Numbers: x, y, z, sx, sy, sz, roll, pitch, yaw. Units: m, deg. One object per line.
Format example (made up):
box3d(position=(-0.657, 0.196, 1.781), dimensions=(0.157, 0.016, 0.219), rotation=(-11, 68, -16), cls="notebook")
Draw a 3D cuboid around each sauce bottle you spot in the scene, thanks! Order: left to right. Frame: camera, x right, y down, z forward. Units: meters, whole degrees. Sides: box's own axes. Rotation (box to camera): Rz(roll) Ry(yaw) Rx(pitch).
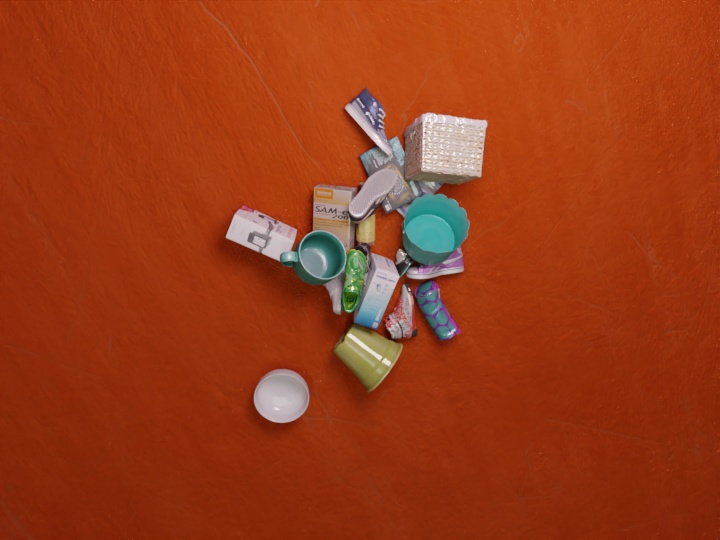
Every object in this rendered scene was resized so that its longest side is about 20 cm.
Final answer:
box3d(position=(0.017, -0.179, 1.697), dimensions=(0.065, 0.066, 0.203), rotation=(-1, 108, -2), cls="sauce bottle")

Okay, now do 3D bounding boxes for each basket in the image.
box3d(position=(0.238, -0.348, 1.545), dimensions=(0.197, 0.198, 0.163), rotation=(4, 91, -11), cls="basket")

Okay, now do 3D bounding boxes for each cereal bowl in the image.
box3d(position=(-0.279, 0.437, 1.895), dimensions=(0.197, 0.083, 0.203), rotation=(-1, 110, -3), cls="cereal bowl")

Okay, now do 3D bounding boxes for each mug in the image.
box3d(position=(-0.146, -0.041, 1.612), dimensions=(0.184, 0.114, 0.153), rotation=(31, 65, -14), cls="mug")

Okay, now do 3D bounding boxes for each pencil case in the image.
box3d(position=(0.261, 0.139, 1.810), dimensions=(0.092, 0.085, 0.201), rotation=(-16, 114, 34), cls="pencil case")

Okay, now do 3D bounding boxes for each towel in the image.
box3d(position=(0.169, -0.276, 1.689), dimensions=(0.200, 0.024, 0.147), rotation=(-44, 107, 12), cls="towel")

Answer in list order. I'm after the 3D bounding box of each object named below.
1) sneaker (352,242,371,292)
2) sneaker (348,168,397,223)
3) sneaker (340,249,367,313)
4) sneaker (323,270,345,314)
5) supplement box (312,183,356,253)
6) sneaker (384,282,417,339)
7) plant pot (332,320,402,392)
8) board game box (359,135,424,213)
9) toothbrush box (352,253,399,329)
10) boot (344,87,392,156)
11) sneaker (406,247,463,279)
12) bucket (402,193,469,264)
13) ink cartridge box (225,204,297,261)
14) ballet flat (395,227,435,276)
box3d(position=(0.000, 0.000, 1.701), dimensions=(0.066, 0.091, 0.202), rotation=(17, 118, 13), cls="sneaker")
box3d(position=(0.032, -0.227, 1.618), dimensions=(0.078, 0.080, 0.200), rotation=(42, 73, 10), cls="sneaker")
box3d(position=(-0.018, 0.036, 1.611), dimensions=(0.073, 0.084, 0.203), rotation=(4, 105, -7), cls="sneaker")
box3d(position=(-0.105, 0.050, 1.727), dimensions=(0.114, 0.202, 0.074), rotation=(2, 150, 1), cls="sneaker")
box3d(position=(-0.083, -0.164, 1.677), dimensions=(0.124, 0.074, 0.203), rotation=(7, 110, 12), cls="supplement box")
box3d(position=(0.132, 0.144, 1.816), dimensions=(0.106, 0.067, 0.204), rotation=(-10, 113, -1), cls="sneaker")
box3d(position=(0.012, 0.277, 1.809), dimensions=(0.184, 0.200, 0.201), rotation=(37, 105, -2), cls="plant pot")
box3d(position=(0.098, -0.297, 1.651), dimensions=(0.134, 0.028, 0.202), rotation=(-25, 97, 8), cls="board game box")
box3d(position=(0.045, 0.066, 1.741), dimensions=(0.084, 0.147, 0.202), rotation=(19, 109, -13), cls="toothbrush box")
box3d(position=(0.048, -0.444, 1.583), dimensions=(0.090, 0.073, 0.200), rotation=(-42, 93, 8), cls="boot")
box3d(position=(0.242, -0.040, 1.758), dimensions=(0.198, 0.073, 0.116), rotation=(-12, 107, -9), cls="sneaker")
box3d(position=(0.224, -0.124, 1.647), dimensions=(0.204, 0.135, 0.210), rotation=(1, 71, -4), cls="bucket")
box3d(position=(-0.304, -0.115, 1.661), dimensions=(0.198, 0.145, 0.084), rotation=(24, 107, -10), cls="ink cartridge box")
box3d(position=(0.163, -0.062, 1.749), dimensions=(0.068, 0.068, 0.200), rotation=(43, 93, -6), cls="ballet flat")
